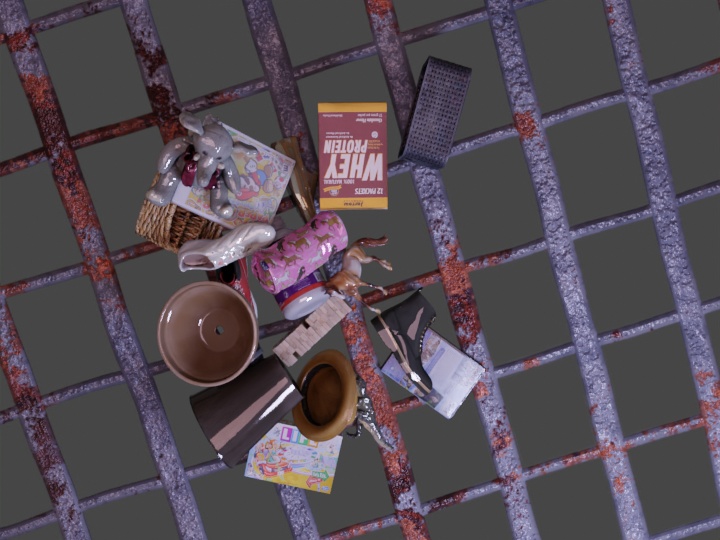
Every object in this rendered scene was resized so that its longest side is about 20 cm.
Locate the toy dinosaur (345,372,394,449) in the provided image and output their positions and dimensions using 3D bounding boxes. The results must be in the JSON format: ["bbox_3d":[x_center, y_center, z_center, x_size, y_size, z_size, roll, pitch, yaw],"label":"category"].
[{"bbox_3d":[0.001,0.332,1.441,0.087,0.047,0.203,-24,100,-6],"label":"toy dinosaur"}]

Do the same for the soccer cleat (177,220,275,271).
[{"bbox_3d":[-0.258,-0.039,1.250,0.197,0.078,0.070,-13,127,6],"label":"soccer cleat"}]

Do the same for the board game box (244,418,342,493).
[{"bbox_3d":[-0.149,0.410,1.447,0.197,0.034,0.137,12,95,-3],"label":"board game box"}]

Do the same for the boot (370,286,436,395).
[{"bbox_3d":[0.131,0.152,1.395,0.137,0.077,0.201,-35,96,-3],"label":"boot"}]

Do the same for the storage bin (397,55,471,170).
[{"bbox_3d":[0.150,-0.318,1.326,0.092,0.135,0.203,14,96,-4],"label":"storage bin"}]

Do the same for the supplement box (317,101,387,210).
[{"bbox_3d":[-0.018,-0.223,1.298,0.130,0.200,0.201,-1,97,-2],"label":"supplement box"}]

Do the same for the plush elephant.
[{"bbox_3d":[-0.278,-0.201,1.170,0.162,0.154,0.203,17,84,-21],"label":"plush elephant"}]

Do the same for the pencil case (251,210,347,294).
[{"bbox_3d":[-0.116,-0.039,1.264,0.199,0.082,0.087,-34,138,-26],"label":"pencil case"}]

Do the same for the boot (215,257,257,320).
[{"bbox_3d":[-0.263,0.059,1.348,0.071,0.144,0.204,-7,97,-2],"label":"boot"}]

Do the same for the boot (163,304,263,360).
[{"bbox_3d":[-0.313,0.123,1.367,0.164,0.066,0.202,-27,96,32],"label":"boot"}]

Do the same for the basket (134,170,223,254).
[{"bbox_3d":[-0.349,-0.135,1.324,0.147,0.143,0.202,26,95,-4],"label":"basket"}]

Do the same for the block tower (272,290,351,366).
[{"bbox_3d":[-0.102,0.123,1.407,0.200,0.054,0.058,-45,97,3],"label":"block tower"}]

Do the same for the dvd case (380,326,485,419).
[{"bbox_3d":[0.163,0.220,1.446,0.199,0.018,0.144,36,93,-5],"label":"dvd case"}]

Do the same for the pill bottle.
[{"bbox_3d":[-0.151,-0.007,1.347,0.111,0.112,0.202,-30,78,2],"label":"pill bottle"}]

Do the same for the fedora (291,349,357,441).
[{"bbox_3d":[-0.061,0.273,1.386,0.081,0.200,0.202,28,96,-41],"label":"fedora"}]

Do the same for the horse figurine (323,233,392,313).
[{"bbox_3d":[0.000,0.000,1.364,0.131,0.050,0.202,22,53,-9],"label":"horse figurine"}]

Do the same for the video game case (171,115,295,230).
[{"bbox_3d":[-0.248,-0.178,1.279,0.198,0.023,0.185,25,80,-22],"label":"video game case"}]

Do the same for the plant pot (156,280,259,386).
[{"bbox_3d":[-0.291,0.122,1.280,0.197,0.093,0.205,0,88,6],"label":"plant pot"}]

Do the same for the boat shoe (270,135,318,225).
[{"bbox_3d":[-0.120,-0.188,1.367,0.075,0.072,0.203,-24,97,-11],"label":"boat shoe"}]

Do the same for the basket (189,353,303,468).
[{"bbox_3d":[-0.231,0.276,1.352,0.199,0.137,0.181,-35,59,-7],"label":"basket"}]
